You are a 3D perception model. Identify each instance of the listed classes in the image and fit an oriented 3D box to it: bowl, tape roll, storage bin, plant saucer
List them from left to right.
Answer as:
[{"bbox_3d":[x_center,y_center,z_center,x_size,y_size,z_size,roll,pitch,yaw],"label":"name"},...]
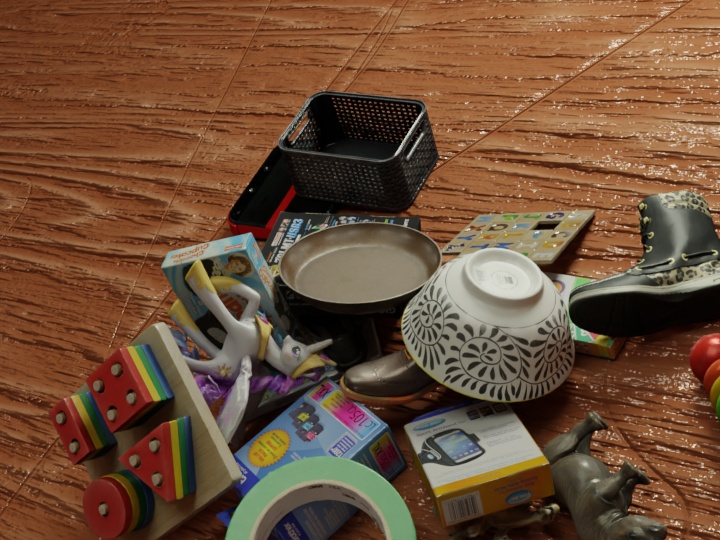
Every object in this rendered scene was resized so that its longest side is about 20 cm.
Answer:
[{"bbox_3d":[-0.039,0.291,1.262,0.197,0.048,0.203,-3,60,4],"label":"tape roll"},{"bbox_3d":[-0.002,-0.174,1.798,0.197,0.095,0.136,10,50,28],"label":"storage bin"},{"bbox_3d":[0.000,0.000,1.498,0.196,0.033,0.201,-2,29,1],"label":"plant saucer"},{"bbox_3d":[0.148,0.039,1.362,0.197,0.095,0.202,6,38,-5],"label":"bowl"}]

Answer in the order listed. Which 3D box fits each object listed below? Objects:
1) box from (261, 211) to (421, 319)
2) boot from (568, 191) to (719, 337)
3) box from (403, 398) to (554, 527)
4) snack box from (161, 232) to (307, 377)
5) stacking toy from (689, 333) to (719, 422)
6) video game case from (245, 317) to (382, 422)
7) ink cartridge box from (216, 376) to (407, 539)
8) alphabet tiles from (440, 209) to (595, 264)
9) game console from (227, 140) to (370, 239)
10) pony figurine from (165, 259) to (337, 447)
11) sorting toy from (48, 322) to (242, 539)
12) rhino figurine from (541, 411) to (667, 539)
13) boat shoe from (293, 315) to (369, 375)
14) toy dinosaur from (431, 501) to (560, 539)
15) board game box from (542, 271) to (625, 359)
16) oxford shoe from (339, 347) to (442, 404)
[{"bbox_3d":[-0.029,-0.010,1.600,0.195,0.050,0.201,1,29,10],"label":"box"},{"bbox_3d":[0.321,-0.009,1.407,0.200,0.074,0.155,-8,46,1],"label":"boot"},{"bbox_3d":[0.117,0.191,1.302,0.117,0.042,0.200,-16,16,-4],"label":"box"},{"bbox_3d":[-0.147,0.053,1.519,0.114,0.202,0.037,-12,34,20],"label":"snack box"},{"bbox_3d":[0.378,0.132,1.236,0.084,0.086,0.201,-25,31,3],"label":"stacking toy"},{"bbox_3d":[-0.074,0.105,1.595,0.197,0.018,0.144,-23,36,6],"label":"video game case"},{"bbox_3d":[-0.065,0.230,1.396,0.199,0.077,0.136,-41,38,-15],"label":"ink cartridge box"},{"bbox_3d":[0.183,-0.035,1.549,0.165,0.008,0.200,-1,22,31],"label":"alphabet tiles"},{"bbox_3d":[-0.093,-0.121,1.873,0.174,0.031,0.201,7,49,30],"label":"game console"},{"bbox_3d":[-0.149,0.111,1.448,0.194,0.199,0.167,-55,0,12],"label":"pony figurine"},{"bbox_3d":[-0.257,0.198,1.404,0.199,0.201,0.069,-38,-16,31],"label":"sorting toy"},{"bbox_3d":[0.240,0.223,1.220,0.087,0.060,0.201,-44,36,10],"label":"rhino figurine"},{"bbox_3d":[-0.046,0.057,1.572,0.066,0.057,0.200,-32,37,-8],"label":"boat shoe"},{"bbox_3d":[0.127,0.245,1.288,0.100,0.059,0.199,-24,21,-24],"label":"toy dinosaur"},{"bbox_3d":[0.229,0.046,1.470,0.198,0.030,0.096,8,49,41],"label":"board game box"},{"bbox_3d":[0.070,0.097,1.419,0.197,0.074,0.072,-13,35,-14],"label":"oxford shoe"}]
